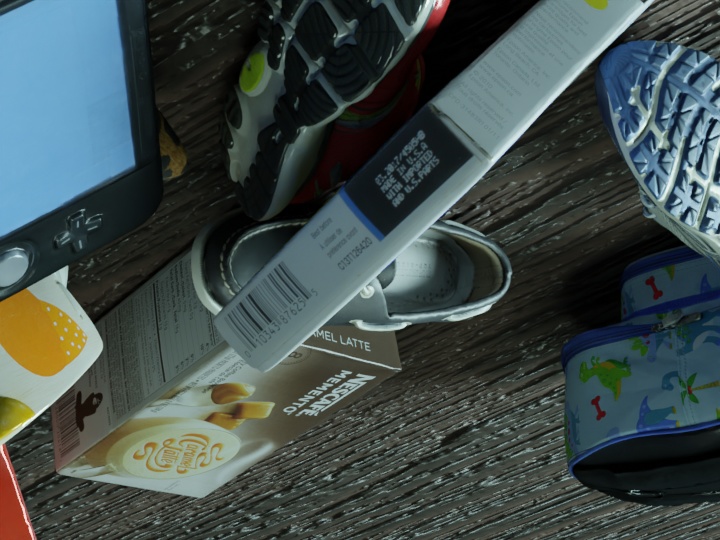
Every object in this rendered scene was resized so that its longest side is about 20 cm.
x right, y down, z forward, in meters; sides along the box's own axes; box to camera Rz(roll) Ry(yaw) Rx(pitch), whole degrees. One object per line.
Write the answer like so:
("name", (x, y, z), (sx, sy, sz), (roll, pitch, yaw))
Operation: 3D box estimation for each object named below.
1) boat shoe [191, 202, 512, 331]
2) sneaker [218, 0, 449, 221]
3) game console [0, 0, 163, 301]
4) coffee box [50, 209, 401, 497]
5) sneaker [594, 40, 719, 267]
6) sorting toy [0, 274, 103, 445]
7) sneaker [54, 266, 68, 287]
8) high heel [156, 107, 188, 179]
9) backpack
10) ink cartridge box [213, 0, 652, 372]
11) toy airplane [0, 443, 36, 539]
("boat shoe", (0.000, 0.000, 0.876), (0.199, 0.075, 0.060), (8, 169, -43))
("sneaker", (-0.002, -0.097, 0.744), (0.084, 0.077, 0.200), (-17, 163, -31))
("game console", (-0.128, -0.021, 0.604), (0.175, 0.116, 0.201), (-30, 149, -24))
("coffee box", (-0.085, 0.057, 0.967), (0.114, 0.080, 0.200), (16, 142, -39))
("sneaker", (0.175, -0.048, 0.859), (0.200, 0.077, 0.085), (42, 168, -32))
("sorting toy", (-0.256, 0.026, 0.764), (0.199, 0.181, 0.107), (-33, -169, 2))
("sneaker", (-0.246, -0.003, 0.828), (0.198, 0.075, 0.081), (7, 126, -21))
("high heel", (-0.111, -0.102, 0.671), (0.142, 0.072, 0.200), (-23, 141, 35))
("backpack", (0.228, 0.068, 1.023), (0.199, 0.148, 0.183), (-16, 153, 23))
("ink cartridge box", (0.041, -0.058, 0.768), (0.200, 0.047, 0.198), (-47, -179, -44))
("toy airplane", (-0.240, 0.152, 0.944), (0.140, 0.200, 0.201), (-18, 148, -22))
